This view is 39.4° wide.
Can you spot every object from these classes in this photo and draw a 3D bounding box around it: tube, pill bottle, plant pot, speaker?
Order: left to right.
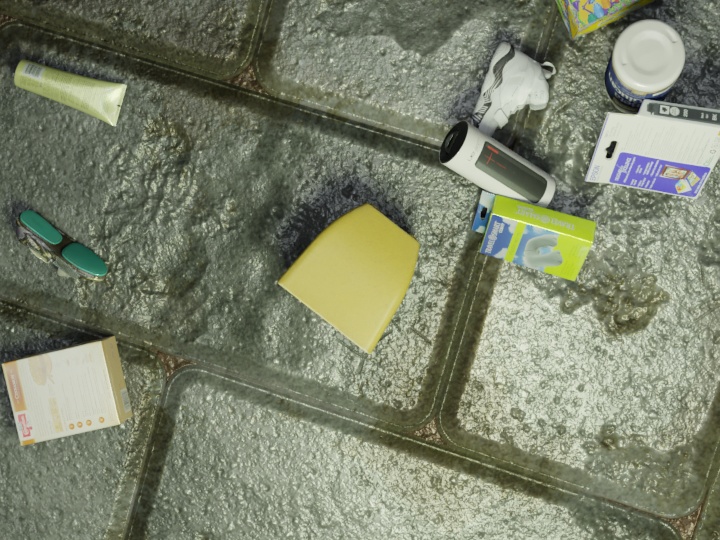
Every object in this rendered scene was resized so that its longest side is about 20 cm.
[{"bbox_3d":[-0.527,-0.328,1.824,0.197,0.052,0.059,17,137,2],"label":"tube"},{"bbox_3d":[0.000,0.000,1.712,0.193,0.196,0.201,37,91,3],"label":"plant pot"},{"bbox_3d":[0.229,-0.170,1.684,0.198,0.081,0.082,29,97,-23],"label":"speaker"},{"bbox_3d":[0.452,-0.318,1.621,0.109,0.200,0.113,-1,83,8],"label":"pill bottle"}]

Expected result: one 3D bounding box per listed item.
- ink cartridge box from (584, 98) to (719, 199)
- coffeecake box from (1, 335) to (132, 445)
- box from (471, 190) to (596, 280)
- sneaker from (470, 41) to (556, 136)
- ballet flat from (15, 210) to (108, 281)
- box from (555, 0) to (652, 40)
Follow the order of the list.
[{"bbox_3d":[0.482,-0.199,1.639,0.196,0.199,0.044,9,62,4],"label":"ink cartridge box"},{"bbox_3d":[-0.537,0.220,1.845,0.196,0.073,0.156,-12,92,7],"label":"coffeecake box"},{"bbox_3d":[0.288,-0.059,1.705,0.197,0.123,0.048,16,58,5],"label":"box"},{"bbox_3d":[0.256,-0.278,1.715,0.113,0.075,0.203,19,93,7],"label":"sneaker"},{"bbox_3d":[-0.550,-0.030,1.842,0.199,0.072,0.073,36,97,3],"label":"ballet flat"},{"bbox_3d":[0.408,-0.519,1.657,0.197,0.122,0.195,-23,91,8],"label":"box"}]
